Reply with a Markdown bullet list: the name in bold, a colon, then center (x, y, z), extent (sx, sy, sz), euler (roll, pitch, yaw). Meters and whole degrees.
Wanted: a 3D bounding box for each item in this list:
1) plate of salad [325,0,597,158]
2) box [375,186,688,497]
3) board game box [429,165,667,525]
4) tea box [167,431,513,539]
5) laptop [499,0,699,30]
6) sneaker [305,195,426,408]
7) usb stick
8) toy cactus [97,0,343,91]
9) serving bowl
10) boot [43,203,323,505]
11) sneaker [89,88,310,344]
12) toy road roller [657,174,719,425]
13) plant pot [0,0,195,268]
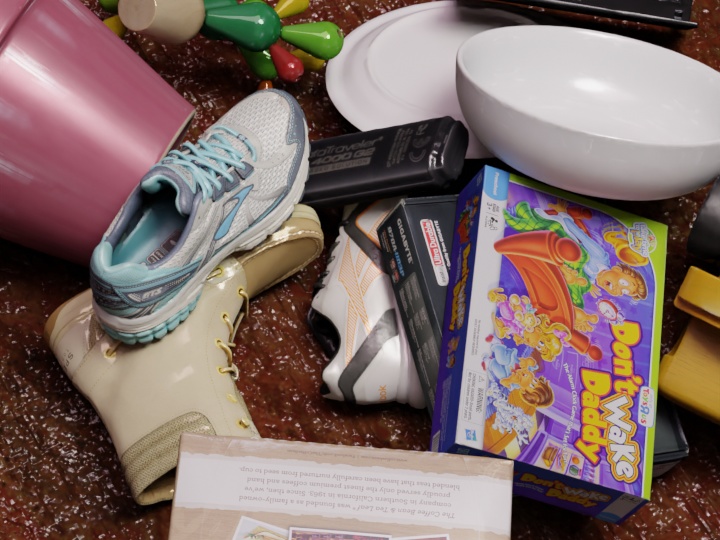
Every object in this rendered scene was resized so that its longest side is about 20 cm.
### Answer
- **plate of salad**: center (0.075, -0.129, 1.864), extent (0.199, 0.048, 0.201), euler (0, 39, 0)
- **box**: center (0.112, 0.046, 1.727), extent (0.158, 0.046, 0.201), euler (-4, 67, -27)
- **board game box**: center (0.121, 0.046, 1.675), extent (0.134, 0.045, 0.201), euler (17, 59, -16)
- **tea box**: center (-0.015, 0.205, 1.577), extent (0.199, 0.197, 0.134), euler (5, 58, -1)
- **laptop**: center (0.160, -0.238, 1.913), extent (0.176, 0.103, 0.201), euler (10, 58, 3)
- **sneaker**: center (0.000, 0.000, 1.777), extent (0.079, 0.074, 0.201), euler (-5, 58, -3)
- **usb stick**: center (-0.014, -0.066, 1.777), extent (0.199, 0.033, 0.056), euler (-9, 48, 39)
- **toy cactus**: center (-0.117, -0.170, 1.834), extent (0.199, 0.165, 0.103), euler (26, 103, 24)
- **serving bowl**: center (0.155, -0.094, 1.735), extent (0.199, 0.066, 0.200), euler (8, 24, -4)
- **boot**: center (-0.089, 0.054, 1.735), extent (0.199, 0.073, 0.156), euler (-25, 60, -12)
- **sneaker**: center (-0.101, -0.046, 1.704), extent (0.077, 0.086, 0.200), euler (27, 67, 22)
- **toy road roller**: center (0.261, 0.031, 1.731), extent (0.122, 0.200, 0.147), euler (27, 93, 14)
- **plant pot**: center (-0.217, -0.098, 1.770), extent (0.178, 0.200, 0.201), euler (31, 61, -2)
